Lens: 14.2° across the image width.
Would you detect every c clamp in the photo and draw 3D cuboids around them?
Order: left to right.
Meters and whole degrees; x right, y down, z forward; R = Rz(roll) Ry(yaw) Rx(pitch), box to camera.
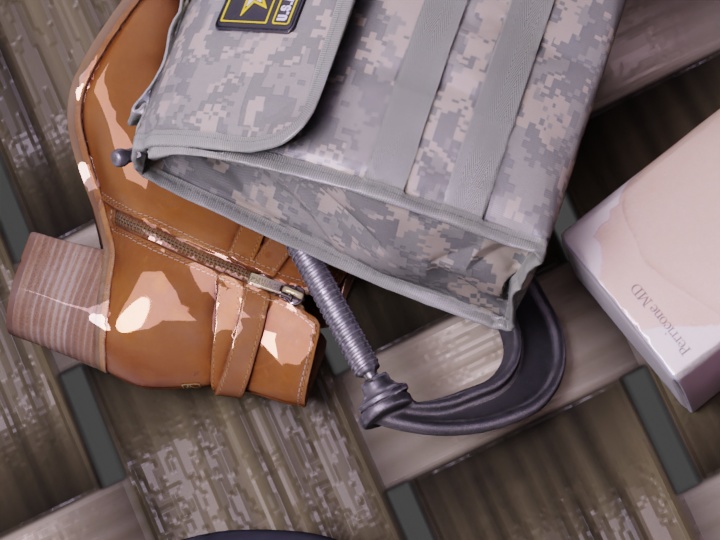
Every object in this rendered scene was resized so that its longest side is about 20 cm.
[{"bbox_3d":[0.000,0.000,1.365,0.170,0.027,0.200,-25,74,-32],"label":"c clamp"}]

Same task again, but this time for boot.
[{"bbox_3d":[-0.071,-0.037,1.402,0.155,0.077,0.201,14,70,8],"label":"boot"}]

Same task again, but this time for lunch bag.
[{"bbox_3d":[0.007,-0.091,1.328,0.199,0.118,0.165,19,67,2],"label":"lunch bag"}]

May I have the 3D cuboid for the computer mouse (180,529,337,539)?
[{"bbox_3d":[-0.073,0.161,1.336,0.199,0.053,0.139,-5,39,5],"label":"computer mouse"}]

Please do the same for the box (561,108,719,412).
[{"bbox_3d":[0.199,-0.035,1.340,0.200,0.078,0.095,-39,73,0],"label":"box"}]
